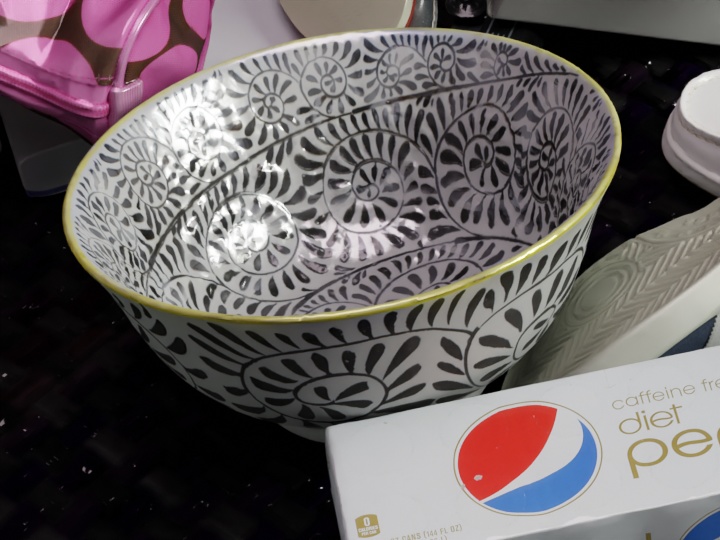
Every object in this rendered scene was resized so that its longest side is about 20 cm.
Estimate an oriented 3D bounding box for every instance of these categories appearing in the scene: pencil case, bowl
[{"bbox_3d":[-0.160,-0.110,1.178,0.199,0.091,0.094,20,27,8],"label":"pencil case"},{"bbox_3d":[0.000,0.000,1.089,0.200,0.095,0.201,-8,32,5],"label":"bowl"}]

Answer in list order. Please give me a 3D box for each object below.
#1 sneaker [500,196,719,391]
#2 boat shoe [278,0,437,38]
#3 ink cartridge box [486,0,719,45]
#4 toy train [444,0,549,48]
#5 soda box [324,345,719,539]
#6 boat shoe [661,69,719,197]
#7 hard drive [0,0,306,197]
[{"bbox_3d":[0.145,0.015,1.082,0.200,0.085,0.075,-36,22,7],"label":"sneaker"},{"bbox_3d":[-0.004,-0.148,1.265,0.071,0.062,0.200,-42,42,16],"label":"boat shoe"},{"bbox_3d":[0.118,-0.189,1.211,0.128,0.126,0.201,6,51,-7],"label":"ink cartridge box"},{"bbox_3d":[0.076,-0.138,1.264,0.046,0.034,0.201,11,49,16],"label":"toy train"},{"bbox_3d":[0.092,0.077,1.030,0.199,0.064,0.068,-11,45,-2],"label":"soda box"},{"bbox_3d":[0.210,-0.057,1.134,0.199,0.070,0.071,8,50,19],"label":"boat shoe"},{"bbox_3d":[-0.101,-0.121,1.285,0.131,0.025,0.200,-17,45,-6],"label":"hard drive"}]
